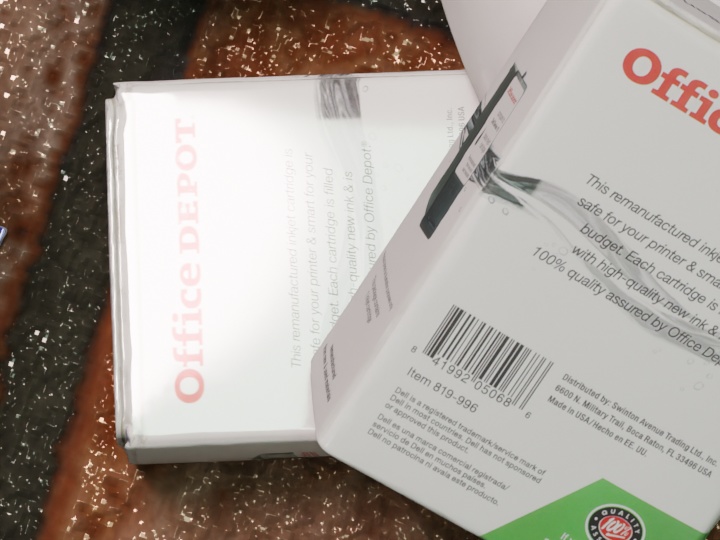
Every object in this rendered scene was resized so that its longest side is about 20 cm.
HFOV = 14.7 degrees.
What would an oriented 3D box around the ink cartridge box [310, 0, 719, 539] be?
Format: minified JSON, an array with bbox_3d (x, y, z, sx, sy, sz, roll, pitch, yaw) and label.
[{"bbox_3d":[0.093,0.002,1.005,0.146,0.083,0.201,30,106,-13],"label":"ink cartridge box"}]

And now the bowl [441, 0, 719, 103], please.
[{"bbox_3d":[0.131,-0.134,1.094,0.198,0.075,0.201,-7,55,-12],"label":"bowl"}]

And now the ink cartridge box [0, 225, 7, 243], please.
[{"bbox_3d":[-0.229,0.051,1.131,0.094,0.037,0.201,24,80,3],"label":"ink cartridge box"}]

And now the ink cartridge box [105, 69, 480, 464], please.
[{"bbox_3d":[0.000,0.000,1.114,0.198,0.085,0.147,-2,81,-4],"label":"ink cartridge box"}]
